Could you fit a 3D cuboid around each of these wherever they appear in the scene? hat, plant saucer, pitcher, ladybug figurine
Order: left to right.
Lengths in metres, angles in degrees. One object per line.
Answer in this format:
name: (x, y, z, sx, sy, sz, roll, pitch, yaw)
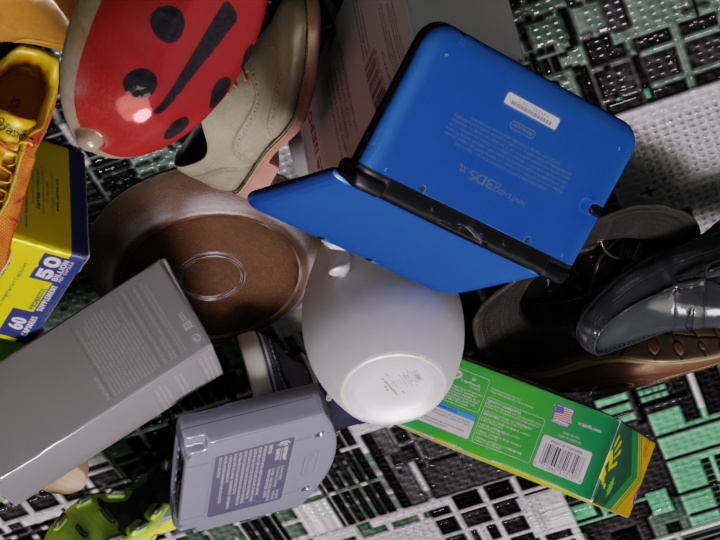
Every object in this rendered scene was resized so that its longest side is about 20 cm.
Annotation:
ladybug figurine: (-0.122, -0.157, 1.420, 0.072, 0.201, 0.136, 13, 155, 39)
plant saucer: (-0.120, -0.004, 1.713, 0.198, 0.032, 0.201, -6, 138, -5)
pitcher: (0.000, 0.000, 1.611, 0.121, 0.201, 0.172, -26, 135, 19)
hat: (0.167, -0.011, 1.720, 0.199, 0.081, 0.201, -21, 149, -13)

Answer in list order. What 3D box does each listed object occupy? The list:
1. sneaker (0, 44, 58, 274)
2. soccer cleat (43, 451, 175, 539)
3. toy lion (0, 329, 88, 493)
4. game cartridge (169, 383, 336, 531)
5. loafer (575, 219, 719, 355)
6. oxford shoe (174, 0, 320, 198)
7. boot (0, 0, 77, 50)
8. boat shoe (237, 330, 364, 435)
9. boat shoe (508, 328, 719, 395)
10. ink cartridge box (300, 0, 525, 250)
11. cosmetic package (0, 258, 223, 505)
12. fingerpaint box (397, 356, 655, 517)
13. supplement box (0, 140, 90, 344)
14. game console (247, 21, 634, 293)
sneaker: (-0.259, -0.070, 1.484, 0.072, 0.202, 0.077, 17, 152, -12)
soccer cleat: (-0.196, 0.218, 1.853, 0.200, 0.065, 0.084, -29, 148, -48)
toy lion: (-0.332, 0.130, 1.798, 0.190, 0.069, 0.201, -8, 140, 11)
game cartridge: (-0.087, 0.153, 1.754, 0.132, 0.041, 0.200, -9, 155, -12)
loafer: (0.261, 0.016, 1.687, 0.199, 0.071, 0.068, -27, 147, -13)
oxford shoe: (-0.080, -0.125, 1.552, 0.073, 0.071, 0.201, 10, 135, -17)
boot: (-0.215, -0.171, 1.468, 0.143, 0.071, 0.202, -17, 127, -2)
boat shoe: (-0.041, 0.089, 1.787, 0.092, 0.075, 0.200, -18, 160, 2)
boat shoe: (0.221, 0.067, 1.832, 0.198, 0.073, 0.068, -6, 145, 6)
ink cartridge box: (0.031, -0.129, 1.510, 0.083, 0.146, 0.201, 6, 137, -19)
cosmetic package: (-0.209, 0.088, 1.640, 0.199, 0.091, 0.107, -29, 167, -8)
fingerpaint box: (0.126, 0.126, 1.755, 0.199, 0.074, 0.167, 21, 176, 20)
supplement box: (-0.311, -0.040, 1.574, 0.199, 0.110, 0.109, 16, 133, -26)
game console: (0.055, -0.070, 1.457, 0.199, 0.118, 0.172, 24, 98, -36)
